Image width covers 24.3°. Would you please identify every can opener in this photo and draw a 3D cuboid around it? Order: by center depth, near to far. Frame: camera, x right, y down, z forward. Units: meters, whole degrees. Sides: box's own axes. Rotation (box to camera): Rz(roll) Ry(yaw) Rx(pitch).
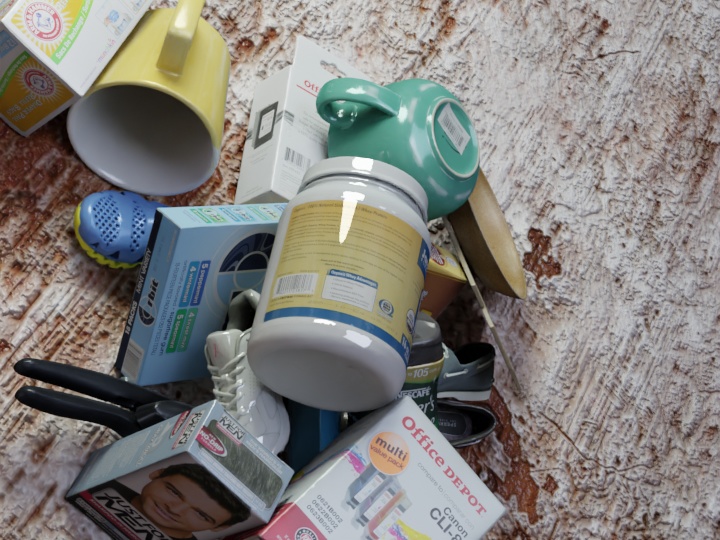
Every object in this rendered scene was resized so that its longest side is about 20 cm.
[{"bbox_3d":[-0.230,0.116,1.510,0.200,0.079,0.063,24,40,-38],"label":"can opener"}]

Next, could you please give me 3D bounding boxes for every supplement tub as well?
[{"bbox_3d":[-0.015,0.012,1.520,0.145,0.145,0.200,31,56,-29],"label":"supplement tub"}]

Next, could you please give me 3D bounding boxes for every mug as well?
[{"bbox_3d":[-0.181,-0.184,1.631,0.149,0.186,0.153,44,40,-29],"label":"mug"},{"bbox_3d":[0.047,-0.127,1.759,0.185,0.114,0.152,0,78,-53],"label":"mug"}]

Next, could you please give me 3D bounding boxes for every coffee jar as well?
[{"bbox_3d":[0.033,0.143,1.681,0.104,0.085,0.200,-7,107,-17],"label":"coffee jar"}]

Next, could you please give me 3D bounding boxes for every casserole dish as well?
[{"bbox_3d":[-0.046,0.159,1.643,0.121,0.039,0.200,-27,117,-80],"label":"casserole dish"}]

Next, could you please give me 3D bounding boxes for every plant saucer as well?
[{"bbox_3d":[0.134,-0.053,1.907,0.200,0.035,0.200,59,16,-29],"label":"plant saucer"}]

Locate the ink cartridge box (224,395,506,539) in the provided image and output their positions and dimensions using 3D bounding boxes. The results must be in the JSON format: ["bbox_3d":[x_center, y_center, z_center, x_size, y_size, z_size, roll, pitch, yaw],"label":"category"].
[{"bbox_3d":[-0.002,0.236,1.497,0.145,0.145,0.200,49,60,-2],"label":"ink cartridge box"}]

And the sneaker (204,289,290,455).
[{"bbox_3d":[-0.115,0.104,1.544,0.099,0.078,0.200,46,37,-37],"label":"sneaker"}]

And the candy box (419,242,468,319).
[{"bbox_3d":[0.000,0.000,1.747,0.200,0.117,0.056,26,25,-32],"label":"candy box"}]

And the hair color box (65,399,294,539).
[{"bbox_3d":[-0.162,0.189,1.466,0.099,0.200,0.061,44,49,-19],"label":"hair color box"}]

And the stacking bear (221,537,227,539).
[{"bbox_3d":[-0.050,0.301,1.593,0.200,0.121,0.114,19,62,-27],"label":"stacking bear"}]

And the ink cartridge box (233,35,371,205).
[{"bbox_3d":[-0.059,-0.137,1.791,0.116,0.067,0.200,28,56,-32],"label":"ink cartridge box"}]

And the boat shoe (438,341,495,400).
[{"bbox_3d":[0.076,0.102,1.799,0.200,0.073,0.062,7,105,-47],"label":"boat shoe"}]

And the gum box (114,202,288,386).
[{"bbox_3d":[-0.126,0.020,1.607,0.200,0.170,0.045,-5,31,-44],"label":"gum box"}]

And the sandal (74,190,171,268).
[{"bbox_3d":[-0.184,-0.040,1.625,0.200,0.087,0.080,10,68,-37],"label":"sandal"}]

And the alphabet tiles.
[{"bbox_3d":[0.134,0.036,1.837,0.200,0.006,0.167,-109,174,-53],"label":"alphabet tiles"}]

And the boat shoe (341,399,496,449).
[{"bbox_3d":[0.061,0.160,1.782,0.200,0.057,0.067,6,70,-41],"label":"boat shoe"}]

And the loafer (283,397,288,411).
[{"bbox_3d":[-0.113,0.171,1.626,0.200,0.073,0.072,-57,151,-47],"label":"loafer"}]

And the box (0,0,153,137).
[{"bbox_3d":[-0.284,-0.242,1.600,0.101,0.112,0.200,44,50,-19],"label":"box"}]
